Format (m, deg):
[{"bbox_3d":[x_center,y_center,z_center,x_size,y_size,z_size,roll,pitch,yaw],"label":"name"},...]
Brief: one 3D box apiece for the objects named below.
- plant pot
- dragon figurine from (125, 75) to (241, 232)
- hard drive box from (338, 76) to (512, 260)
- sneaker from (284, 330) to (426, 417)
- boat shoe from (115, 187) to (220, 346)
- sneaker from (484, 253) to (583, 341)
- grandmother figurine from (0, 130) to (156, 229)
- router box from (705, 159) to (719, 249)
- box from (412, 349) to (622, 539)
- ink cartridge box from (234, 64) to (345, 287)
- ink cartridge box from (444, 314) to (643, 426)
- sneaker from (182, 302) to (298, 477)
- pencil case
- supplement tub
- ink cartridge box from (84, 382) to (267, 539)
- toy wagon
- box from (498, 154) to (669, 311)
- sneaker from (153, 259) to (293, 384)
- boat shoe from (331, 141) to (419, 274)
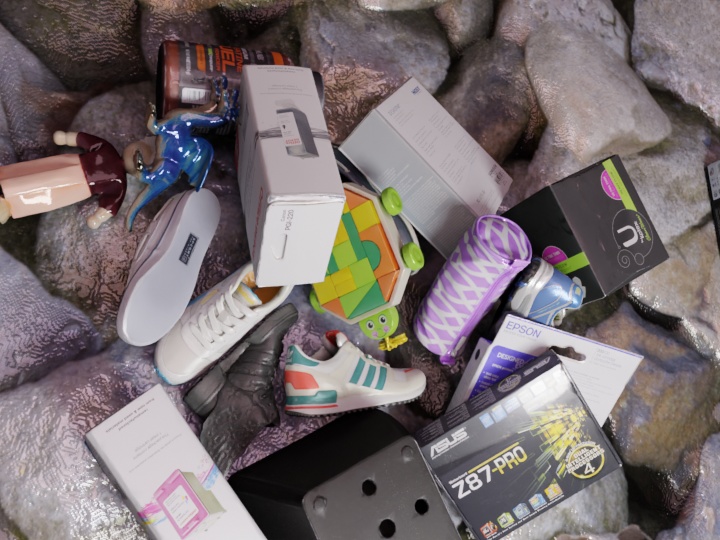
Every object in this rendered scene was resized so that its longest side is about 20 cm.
[{"bbox_3d":[-0.003,0.271,0.774,0.198,0.177,0.202,-23,85,-24],"label":"plant pot"},{"bbox_3d":[-0.197,-0.124,0.808,0.098,0.059,0.203,13,100,-25],"label":"dragon figurine"},{"bbox_3d":[0.090,-0.137,0.940,0.200,0.077,0.156,46,36,-4],"label":"hard drive box"},{"bbox_3d":[-0.003,0.115,0.856,0.198,0.070,0.095,-4,85,-34],"label":"sneaker"},{"bbox_3d":[-0.225,-0.005,0.826,0.074,0.065,0.202,51,51,-39],"label":"boat shoe"},{"bbox_3d":[0.205,0.065,0.896,0.076,0.201,0.076,26,57,6],"label":"sneaker"},{"bbox_3d":[-0.313,-0.107,0.824,0.198,0.060,0.123,-20,92,-22],"label":"grandmother figurine"},{"bbox_3d":[0.657,-0.080,1.187,0.155,0.052,0.203,3,74,-21],"label":"router box"},{"bbox_3d":[0.186,0.213,0.863,0.199,0.049,0.162,-32,103,6],"label":"box"},{"bbox_3d":[-0.085,-0.105,0.800,0.084,0.146,0.202,-2,54,-16],"label":"ink cartridge box"},{"bbox_3d":[0.219,0.156,0.901,0.196,0.044,0.202,17,111,-15],"label":"ink cartridge box"},{"bbox_3d":[-0.122,0.138,0.831,0.200,0.060,0.104,-43,92,-20],"label":"sneaker"},{"bbox_3d":[0.131,0.026,0.882,0.083,0.201,0.086,7,44,-18],"label":"pencil case"},{"bbox_3d":[-0.147,-0.218,0.891,0.197,0.107,0.109,0,75,-21],"label":"supplement tub"},{"bbox_3d":[-0.188,0.227,0.732,0.084,0.144,0.201,-33,89,-26],"label":"ink cartridge box"},{"bbox_3d":[0.000,0.000,0.865,0.039,0.154,0.202,-10,77,-60],"label":"toy wagon"},{"bbox_3d":[0.263,-0.032,0.943,0.123,0.200,0.150,-24,85,-24],"label":"box"},{"bbox_3d":[-0.155,0.047,0.829,0.077,0.081,0.200,47,66,-5],"label":"sneaker"},{"bbox_3d":[0.004,-0.074,0.918,0.062,0.075,0.202,-27,84,-45],"label":"boat shoe"}]
